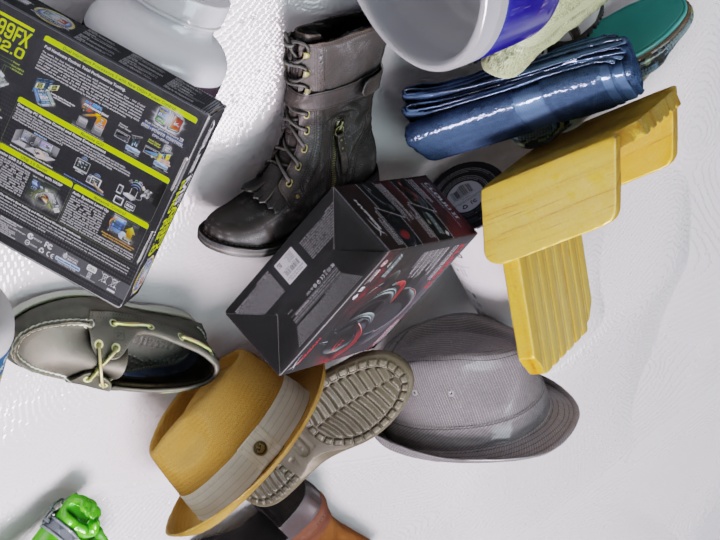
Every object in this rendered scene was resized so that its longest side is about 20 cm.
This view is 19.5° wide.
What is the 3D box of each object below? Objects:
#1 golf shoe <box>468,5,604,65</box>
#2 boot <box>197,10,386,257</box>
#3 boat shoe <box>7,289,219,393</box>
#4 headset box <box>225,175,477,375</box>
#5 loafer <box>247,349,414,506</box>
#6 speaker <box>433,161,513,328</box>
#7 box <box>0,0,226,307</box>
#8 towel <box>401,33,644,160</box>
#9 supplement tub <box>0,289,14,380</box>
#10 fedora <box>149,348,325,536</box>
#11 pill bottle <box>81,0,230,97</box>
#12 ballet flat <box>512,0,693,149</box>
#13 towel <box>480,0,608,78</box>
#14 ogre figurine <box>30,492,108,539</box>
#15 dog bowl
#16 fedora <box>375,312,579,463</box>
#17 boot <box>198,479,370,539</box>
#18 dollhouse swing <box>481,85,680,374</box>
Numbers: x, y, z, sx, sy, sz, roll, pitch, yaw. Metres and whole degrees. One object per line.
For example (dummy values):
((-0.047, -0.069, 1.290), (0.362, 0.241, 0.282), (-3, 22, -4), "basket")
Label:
((0.127, -0.229, 1.733), (0.199, 0.078, 0.095), (-15, 130, -32), "golf shoe")
((-0.053, -0.117, 1.686), (0.199, 0.069, 0.175), (-29, 137, -34), "boot")
((-0.202, 0.063, 1.702), (0.200, 0.060, 0.073), (5, 118, -42), "boat shoe")
((0.000, 0.000, 1.749), (0.149, 0.075, 0.200), (-48, 165, 22), "headset box")
((-0.035, 0.130, 1.869), (0.199, 0.068, 0.076), (-36, 103, 19), "loafer")
((0.125, -0.007, 1.904), (0.081, 0.081, 0.200), (-39, 138, -7), "speaker")
((-0.216, -0.091, 1.480), (0.161, 0.199, 0.044), (-63, 176, 18), "box")
((0.135, -0.146, 1.752), (0.198, 0.049, 0.112), (-17, 168, 11), "towel")
((-0.345, 0.099, 1.548), (0.144, 0.145, 0.201), (-2, 123, -39), "supplement tub")
((-0.116, 0.132, 1.783), (0.082, 0.201, 0.201), (42, 92, -13), "fedora")
((-0.170, -0.123, 1.543), (0.112, 0.112, 0.201), (8, 117, -43), "pill bottle")
((0.209, -0.173, 1.856), (0.199, 0.074, 0.074), (-30, 137, -4), "ballet flat")
((0.185, -0.236, 1.661), (0.200, 0.037, 0.149), (-38, 171, -33), "towel")
((-0.263, 0.298, 1.813), (0.119, 0.098, 0.201), (-29, 149, -35), "ogre figurine")
((0.063, -0.255, 1.566), (0.078, 0.200, 0.201), (-22, 134, -27), "dog bowl")
((0.095, 0.098, 1.896), (0.177, 0.198, 0.091), (-43, 130, -52), "fedora")
((-0.086, 0.292, 1.999), (0.189, 0.068, 0.200), (-49, 147, -8), "boot")
((0.211, -0.032, 1.816), (0.181, 0.177, 0.200), (-21, -174, 27), "dollhouse swing")
